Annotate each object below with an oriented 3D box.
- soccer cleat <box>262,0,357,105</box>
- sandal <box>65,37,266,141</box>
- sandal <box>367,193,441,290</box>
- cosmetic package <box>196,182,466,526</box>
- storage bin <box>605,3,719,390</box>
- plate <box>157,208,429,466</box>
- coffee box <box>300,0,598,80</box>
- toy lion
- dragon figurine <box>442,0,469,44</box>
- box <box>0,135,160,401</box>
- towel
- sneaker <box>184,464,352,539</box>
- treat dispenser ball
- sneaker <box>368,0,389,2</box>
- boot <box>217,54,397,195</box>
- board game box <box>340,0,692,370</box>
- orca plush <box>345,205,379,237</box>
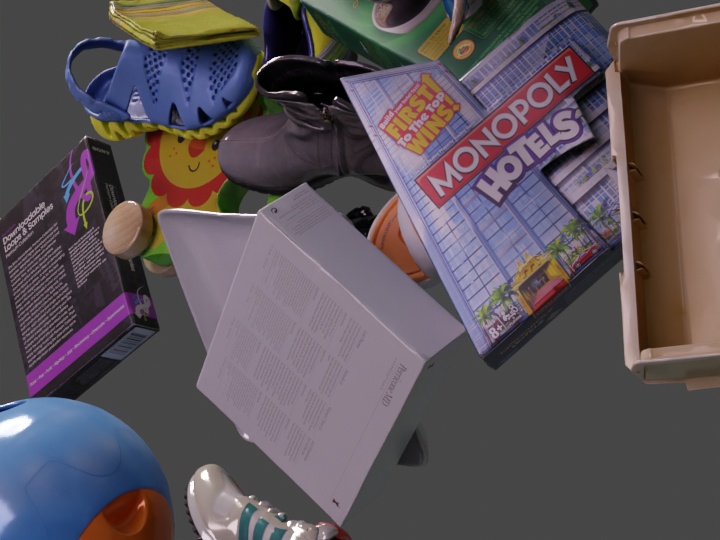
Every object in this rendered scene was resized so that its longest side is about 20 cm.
[{"bbox_3d":[-0.033,-0.222,1.318,0.065,0.083,0.201,6,83,44],"label":"soccer cleat"},{"bbox_3d":[-0.163,-0.153,1.370,0.199,0.087,0.080,-7,58,35],"label":"sandal"},{"bbox_3d":[0.082,-0.062,1.148,0.206,0.059,0.079,-31,59,15],"label":"sandal"},{"bbox_3d":[-0.025,0.061,1.162,0.151,0.052,0.200,44,140,17],"label":"cosmetic package"},{"bbox_3d":[0.239,-0.045,0.959,0.198,0.094,0.201,-8,73,20],"label":"storage bin"},{"bbox_3d":[-0.044,0.041,1.233,0.199,0.032,0.201,2,119,44],"label":"plate"},{"bbox_3d":[0.060,-0.191,1.222,0.123,0.044,0.200,-49,47,-8],"label":"coffee box"},{"bbox_3d":[-0.113,-0.077,1.379,0.200,0.069,0.192,25,89,44],"label":"toy lion"},{"bbox_3d":[0.065,-0.204,1.129,0.059,0.099,0.200,-38,44,13],"label":"dragon figurine"},{"bbox_3d":[-0.252,0.003,1.504,0.143,0.036,0.201,-37,57,30],"label":"box"},{"bbox_3d":[-0.145,-0.203,1.377,0.200,0.086,0.018,-140,41,-66],"label":"towel"},{"bbox_3d":[-0.053,0.204,1.245,0.093,0.070,0.200,-40,50,7],"label":"sneaker"},{"bbox_3d":[-0.244,0.199,1.323,0.200,0.200,0.202,-14,69,41],"label":"treat dispenser ball"},{"bbox_3d":[-0.013,-0.243,1.234,0.080,0.070,0.201,-31,37,14],"label":"sneaker"},{"bbox_3d":[-0.043,-0.113,1.239,0.199,0.132,0.070,-1,66,30],"label":"boot"},{"bbox_3d":[0.092,-0.079,1.085,0.200,0.062,0.200,-42,74,2],"label":"board game box"},{"bbox_3d":[0.000,0.000,1.234,0.199,0.071,0.106,4,82,44],"label":"orca plush"}]
